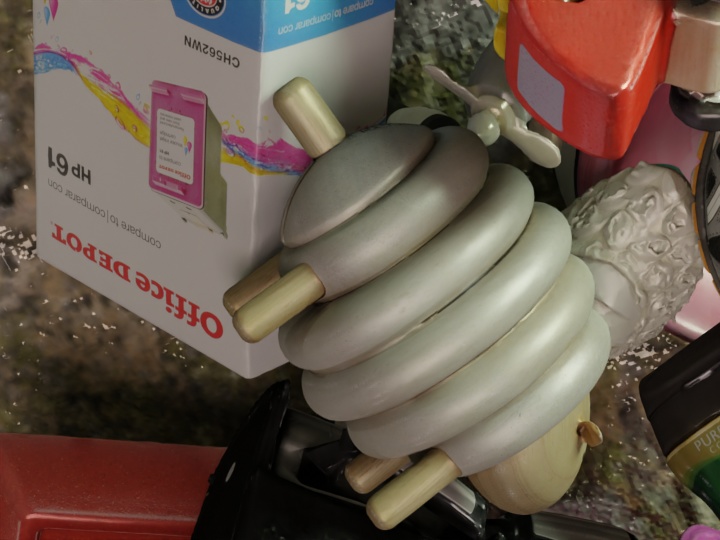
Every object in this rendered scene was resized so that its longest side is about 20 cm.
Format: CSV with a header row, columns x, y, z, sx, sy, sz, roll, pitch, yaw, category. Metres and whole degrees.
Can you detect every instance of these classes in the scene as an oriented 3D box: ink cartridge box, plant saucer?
x,y,z,sx,sy,sz,roll,pitch,yaw,category
-0.066,-0.076,0.808,0.144,0.084,0.202,27,128,34,ink cartridge box
-0.101,0.179,0.947,0.198,0.037,0.202,5,121,-13,plant saucer

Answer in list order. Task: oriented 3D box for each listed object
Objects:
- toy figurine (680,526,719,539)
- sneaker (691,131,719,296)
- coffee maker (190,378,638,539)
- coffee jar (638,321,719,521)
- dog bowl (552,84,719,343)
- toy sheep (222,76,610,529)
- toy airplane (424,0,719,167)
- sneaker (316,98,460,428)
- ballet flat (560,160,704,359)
x,y,z,sx,sy,sz,roll,pitch,yaw,category
0.213,0.174,0.900,0.182,0.202,0.151,6,148,10,toy figurine
0.175,-0.060,0.733,0.077,0.077,0.202,-2,94,-3,sneaker
0.015,0.175,0.840,0.198,0.135,0.194,23,76,-10,coffee maker
0.205,0.106,0.786,0.104,0.085,0.201,-36,72,20,coffee jar
0.184,-0.049,0.841,0.198,0.074,0.202,3,119,5,dog bowl
0.024,0.012,0.740,0.137,0.138,0.201,-29,107,20,toy sheep
0.075,-0.142,0.731,0.140,0.199,0.202,-1,92,1,toy airplane
0.000,0.000,0.897,0.079,0.074,0.202,27,130,26,sneaker
0.085,0.031,0.832,0.071,0.072,0.200,29,140,-11,ballet flat
